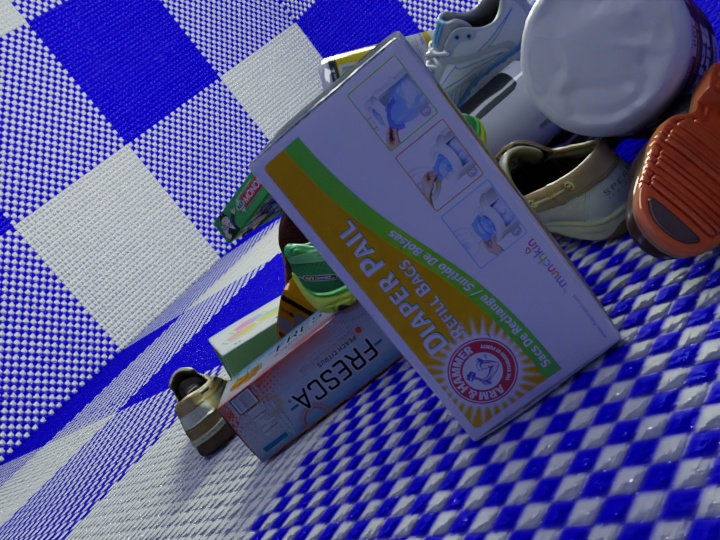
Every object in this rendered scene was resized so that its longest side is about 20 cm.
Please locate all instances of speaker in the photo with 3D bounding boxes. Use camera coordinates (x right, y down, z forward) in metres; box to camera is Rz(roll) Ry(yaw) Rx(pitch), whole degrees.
[{"bbox_3d":[0.089,-0.095,0.765,0.199,0.081,0.081,-41,11,-1],"label":"speaker"}]

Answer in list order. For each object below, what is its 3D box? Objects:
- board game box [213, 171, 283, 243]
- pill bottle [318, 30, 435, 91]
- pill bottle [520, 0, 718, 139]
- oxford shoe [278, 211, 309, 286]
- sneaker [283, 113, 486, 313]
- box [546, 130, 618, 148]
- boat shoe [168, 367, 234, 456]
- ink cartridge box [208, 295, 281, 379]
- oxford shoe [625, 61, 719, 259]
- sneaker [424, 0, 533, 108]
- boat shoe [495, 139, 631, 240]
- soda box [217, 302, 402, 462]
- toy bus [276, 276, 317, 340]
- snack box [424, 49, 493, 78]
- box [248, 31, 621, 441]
[{"bbox_3d":[-0.050,-0.110,0.868,0.199,0.029,0.135,-36,-8,-48],"label":"board game box"},{"bbox_3d":[0.056,-0.215,0.988,0.197,0.114,0.112,-14,12,1],"label":"pill bottle"},{"bbox_3d":[0.199,-0.154,0.618,0.112,0.113,0.199,-33,-9,30],"label":"pill bottle"},{"bbox_3d":[-0.058,-0.051,0.880,0.069,0.076,0.201,-4,-32,-14],"label":"oxford shoe"},{"bbox_3d":[0.022,-0.057,0.656,0.200,0.084,0.074,-45,12,-9],"label":"sneaker"},{"bbox_3d":[0.157,-0.087,0.803,0.200,0.036,0.143,-42,11,-15],"label":"box"},{"bbox_3d":[-0.176,0.137,0.926,0.072,0.076,0.200,-41,10,-11],"label":"boat shoe"},{"bbox_3d":[-0.093,0.080,0.881,0.103,0.060,0.200,-31,9,-12],"label":"ink cartridge box"},{"bbox_3d":[0.192,-0.052,0.496,0.200,0.071,0.073,-41,-8,-45],"label":"oxford shoe"},{"bbox_3d":[0.081,-0.195,0.799,0.200,0.087,0.075,-46,44,5],"label":"sneaker"},{"bbox_3d":[0.130,-0.066,0.643,0.074,0.067,0.199,-50,23,-22],"label":"boat shoe"},{"bbox_3d":[-0.025,0.070,0.712,0.199,0.064,0.068,-38,11,8],"label":"soda box"},{"bbox_3d":[0.000,0.000,0.832,0.200,0.064,0.079,-44,-26,-46],"label":"toy bus"},{"bbox_3d":[0.146,-0.206,0.835,0.198,0.024,0.073,-4,57,37],"label":"snack box"},{"bbox_3d":[0.044,-0.024,0.486,0.101,0.201,0.113,-37,12,13],"label":"box"}]
